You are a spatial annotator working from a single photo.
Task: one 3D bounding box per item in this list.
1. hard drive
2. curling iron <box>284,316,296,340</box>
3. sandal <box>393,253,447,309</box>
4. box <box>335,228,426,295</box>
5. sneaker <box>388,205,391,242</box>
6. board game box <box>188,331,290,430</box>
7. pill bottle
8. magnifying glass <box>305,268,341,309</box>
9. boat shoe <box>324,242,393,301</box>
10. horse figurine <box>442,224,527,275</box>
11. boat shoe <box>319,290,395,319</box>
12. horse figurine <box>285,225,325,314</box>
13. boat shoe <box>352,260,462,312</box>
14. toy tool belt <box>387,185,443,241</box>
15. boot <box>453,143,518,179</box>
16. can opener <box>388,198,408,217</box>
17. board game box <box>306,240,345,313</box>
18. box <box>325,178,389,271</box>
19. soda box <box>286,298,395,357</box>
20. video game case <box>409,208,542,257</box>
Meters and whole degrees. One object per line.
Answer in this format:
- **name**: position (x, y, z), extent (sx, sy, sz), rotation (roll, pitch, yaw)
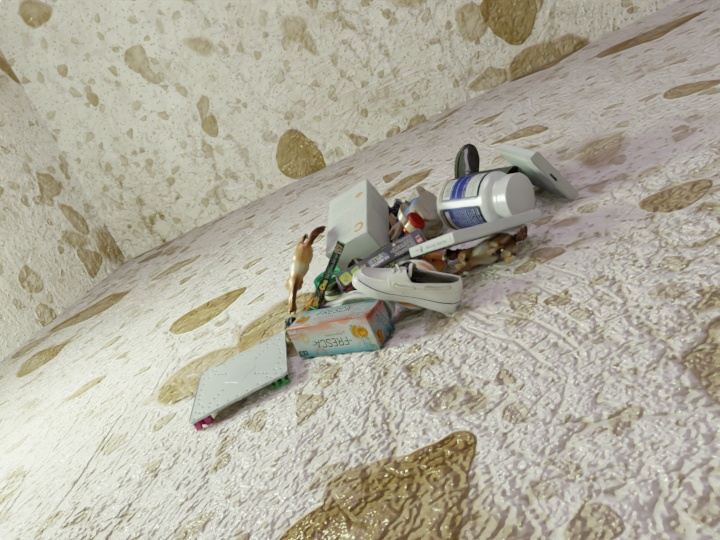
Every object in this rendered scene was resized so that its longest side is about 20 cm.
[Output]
- **hard drive**: position (0.378, -0.216, 1.300), extent (0.027, 0.131, 0.200), rotation (-48, 15, 9)
- **curling iron**: position (-0.110, 0.086, 1.302), extent (0.025, 0.050, 0.200), rotation (-16, 18, 29)
- **sandal**: position (0.114, 0.001, 1.151), extent (0.078, 0.060, 0.207), rotation (13, 34, 20)
- **box**: position (0.044, -0.005, 1.250), extent (0.197, 0.035, 0.110), rotation (-30, -20, -9)
- **sneaker**: position (0.046, -0.109, 1.563), extent (0.076, 0.077, 0.201), rotation (-15, 20, 21)
- **board game box**: position (-0.226, 0.207, 1.160), extent (0.197, 0.026, 0.200), rotation (-27, 18, 0)
- **pill bottle**: position (0.267, -0.150, 1.295), extent (0.115, 0.117, 0.198), rotation (-36, 20, -29)
- **magnifying glass**: position (-0.091, 0.039, 1.440), extent (0.078, 0.023, 0.201), rotation (-20, 20, 21)
- **boat shoe**: position (0.000, 0.000, 1.344), extent (0.197, 0.066, 0.073), rotation (-28, 20, 1)
- **horse figurine**: position (0.231, -0.032, 1.117), extent (0.198, 0.051, 0.132), rotation (-24, 8, 31)
- **boat shoe**: position (-0.002, 0.069, 1.150), extent (0.065, 0.075, 0.200), rotation (-43, 16, -35)
- **horse figurine**: position (-0.138, -0.012, 1.407), extent (0.133, 0.049, 0.204), rotation (-92, 22, -78)
- **boat shoe**: position (0.080, 0.017, 1.042), extent (0.196, 0.067, 0.072), rotation (15, 32, 19)
- **toy tool belt**: position (0.124, -0.103, 1.415), extent (0.123, 0.124, 0.200), rotation (-52, -2, 33)
- **boot**: position (0.297, -0.229, 1.433), extent (0.071, 0.186, 0.199), rotation (10, -6, -21)
- **can opener**: position (0.126, -0.163, 1.603), extent (0.062, 0.080, 0.200), rotation (11, 22, 20)
- **board game box**: position (-0.081, 0.039, 1.257), extent (0.202, 0.023, 0.106), rotation (-69, 1, -46)
- **box**: position (-0.005, -0.101, 1.447), extent (0.123, 0.097, 0.202), rotation (-28, 37, 25)
- **soda box**: position (-0.038, 0.107, 1.096), extent (0.197, 0.069, 0.064), rotation (-11, 22, 38)
- **video game case**: position (0.215, -0.070, 1.149), extent (0.196, 0.024, 0.182), rotation (-16, -1, -21)
